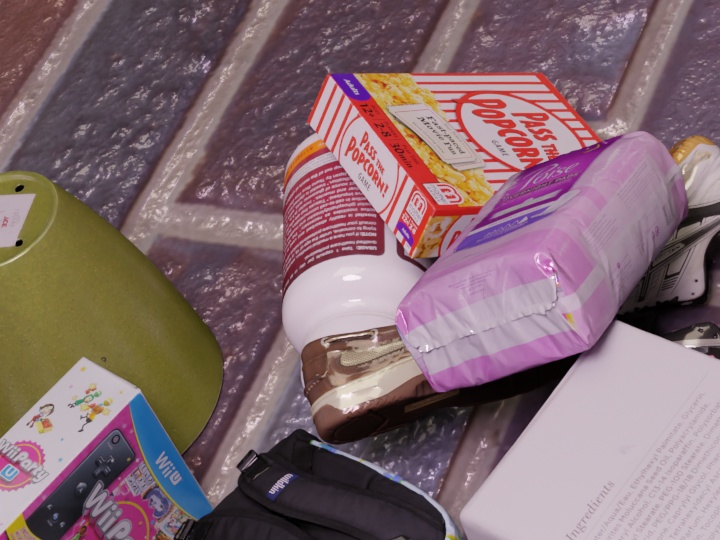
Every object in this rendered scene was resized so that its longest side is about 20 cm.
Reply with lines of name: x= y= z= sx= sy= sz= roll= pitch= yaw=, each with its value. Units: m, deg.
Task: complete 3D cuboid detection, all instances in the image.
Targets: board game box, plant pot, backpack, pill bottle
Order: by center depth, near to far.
backpack: x=-0.006 y=0.194 z=1.286 sx=0.163 sy=0.154 sz=0.200 roll=-47 pitch=21 yaw=-27
board game box: x=-0.203 y=0.180 z=1.369 sx=0.064 sy=0.148 sz=0.200 roll=25 pitch=63 yaw=39
board game box: x=0.084 y=-0.077 z=1.462 sx=0.199 sy=0.046 sz=0.152 roll=-4 pitch=43 yaw=-37
pill bottle: x=0.000 y=0.000 z=1.472 sx=0.112 sy=0.113 sz=0.201 roll=-12 pitch=45 yaw=12
plant pot: x=-0.218 y=0.032 z=1.474 sx=0.186 sy=0.200 sz=0.188 roll=-12 pitch=46 yaw=13

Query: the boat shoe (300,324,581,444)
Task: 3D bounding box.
boat shoe: x=0.057 y=0.046 z=1.351 sx=0.201 sy=0.075 sz=0.075 roll=-14 pitch=64 yaw=-17

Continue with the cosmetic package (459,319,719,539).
cosmetic package: x=0.195 y=0.164 z=1.202 sx=0.200 sy=0.165 sz=0.165 roll=23 pitch=60 yaw=36

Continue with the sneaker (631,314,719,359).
sneaker: x=0.231 y=0.079 z=1.328 sx=0.199 sy=0.074 sz=0.088 roll=19 pitch=65 yaw=40

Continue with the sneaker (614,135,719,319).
sneaker: x=0.190 y=0.005 z=1.415 sx=0.200 sy=0.088 sz=0.076 roll=-47 pitch=2 yaw=5

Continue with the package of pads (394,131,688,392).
package of pads: x=0.116 y=-0.008 z=1.284 sx=0.120 sy=0.076 sz=0.200 roll=-17 pitch=17 yaw=34
